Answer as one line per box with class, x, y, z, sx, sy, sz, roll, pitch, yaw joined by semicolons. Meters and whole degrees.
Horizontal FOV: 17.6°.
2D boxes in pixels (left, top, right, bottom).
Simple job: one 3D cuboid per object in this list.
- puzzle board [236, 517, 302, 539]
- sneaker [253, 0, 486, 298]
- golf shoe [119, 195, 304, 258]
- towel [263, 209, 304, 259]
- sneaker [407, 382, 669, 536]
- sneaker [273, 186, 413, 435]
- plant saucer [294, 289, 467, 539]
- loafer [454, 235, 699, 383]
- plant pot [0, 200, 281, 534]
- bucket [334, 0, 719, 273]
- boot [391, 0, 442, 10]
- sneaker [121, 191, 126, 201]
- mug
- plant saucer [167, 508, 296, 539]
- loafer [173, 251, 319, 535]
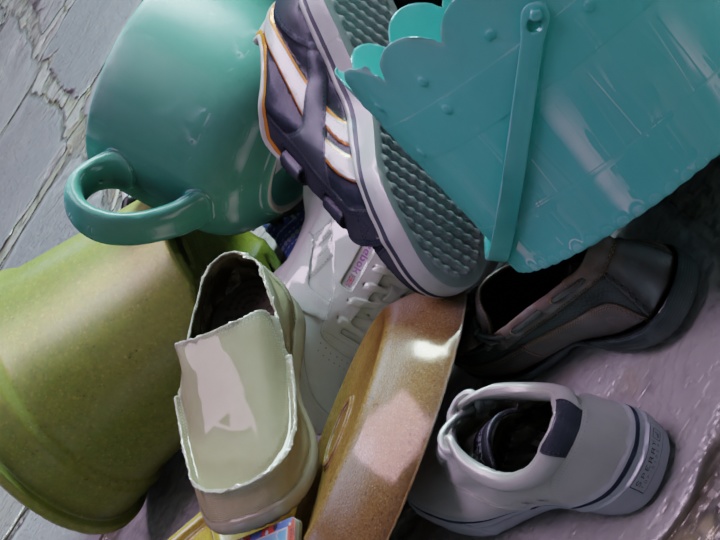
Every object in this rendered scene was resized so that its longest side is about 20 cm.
puzzle board;-0.090;0.237;1.188;0.151;0.017;0.200;-28;48;39
sneaker;0.002;-0.065;1.237;0.079;0.078;0.200;-37;64;39
golf shoe;-0.084;-0.069;1.570;0.200;0.094;0.078;-45;23;26
towel;-0.005;-0.056;1.525;0.145;0.024;0.200;-56;23;8
sneaker;0.069;0.084;1.141;0.200;0.071;0.073;-19;46;58
sneaker;0.000;0.000;1.382;0.100;0.075;0.200;1;72;41
plant saucer;0.003;0.092;1.235;0.200;0.035;0.200;-159;90;-85
loafer;0.092;0.010;1.191;0.200;0.063;0.072;-18;49;58
plant pot;-0.150;0.042;1.530;0.184;0.200;0.200;-37;31;23
bucket;0.103;-0.103;1.131;0.207;0.135;0.207;-37;7;6
boot;0.053;-0.100;1.287;0.200;0.076;0.168;-48;62;48
sneaker;-0.132;-0.058;1.744;0.112;0.073;0.200;-25;49;49
mug;-0.086;-0.085;1.430;0.185;0.114;0.152;-62;-17;1
plant saucer;-0.108;0.226;1.300;0.200;0.048;0.200;-40;32;11
loafer;-0.070;0.063;1.276;0.076;0.068;0.200;-23;35;12
